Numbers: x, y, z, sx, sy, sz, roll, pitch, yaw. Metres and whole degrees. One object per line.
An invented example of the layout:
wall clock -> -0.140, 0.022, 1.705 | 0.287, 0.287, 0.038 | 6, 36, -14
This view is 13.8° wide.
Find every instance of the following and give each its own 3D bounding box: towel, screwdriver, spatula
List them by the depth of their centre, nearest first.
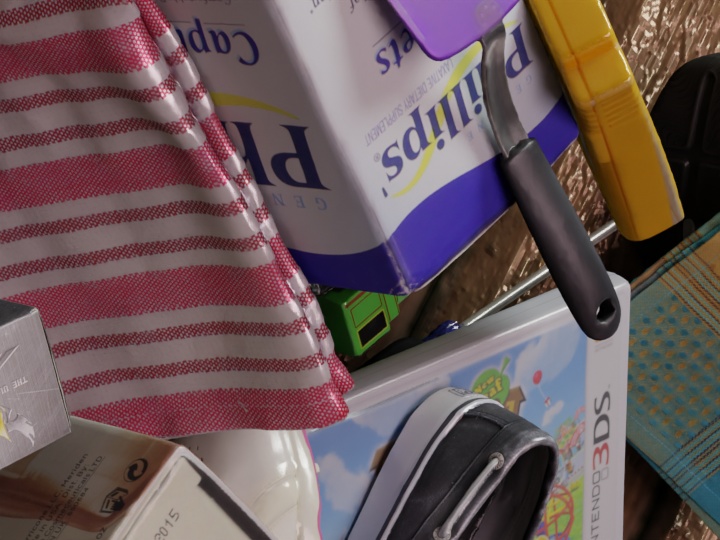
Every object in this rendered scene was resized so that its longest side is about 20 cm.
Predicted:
spatula -> 0.054, -0.055, 1.058 | 0.056, 0.021, 0.200 | -41, 124, -24
towel -> -0.103, -0.015, 1.090 | 0.200, 0.146, 0.030 | 63, 33, -27
screwdriver -> 0.053, 0.018, 1.316 | 0.200, 0.029, 0.028 | -36, 119, -36
towel -> 0.204, 0.027, 1.346 | 0.200, 0.022, 0.147 | -40, 106, 18

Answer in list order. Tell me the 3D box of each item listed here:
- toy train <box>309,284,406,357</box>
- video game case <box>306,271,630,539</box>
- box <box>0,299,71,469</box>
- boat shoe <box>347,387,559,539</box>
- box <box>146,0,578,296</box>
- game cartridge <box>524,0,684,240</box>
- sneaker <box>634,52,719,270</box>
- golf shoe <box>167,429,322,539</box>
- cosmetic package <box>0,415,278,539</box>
toy train -> 0.000, 0.000, 1.255 | 0.200, 0.042, 0.057 | -40, 131, -30
video game case -> 0.042, 0.112, 1.298 | 0.200, 0.022, 0.183 | -21, 121, -37
box -> -0.221, 0.060, 0.989 | 0.200, 0.158, 0.049 | -28, 115, -36
boat shoe -> 0.025, 0.150, 1.232 | 0.072, 0.068, 0.201 | 27, 88, -47
box -> -0.048, -0.104, 1.096 | 0.105, 0.184, 0.200 | -45, 123, -30
game cartridge -> 0.072, -0.116, 1.177 | 0.200, 0.032, 0.177 | 49, 18, -71
sneaker -> 0.190, -0.019, 1.408 | 0.115, 0.075, 0.201 | -30, 124, -44
golf shoe -> -0.066, 0.124, 1.136 | 0.091, 0.075, 0.201 | 16, 69, -42
cosmetic package -> -0.119, 0.106, 1.059 | 0.103, 0.200, 0.087 | 49, 65, -37
